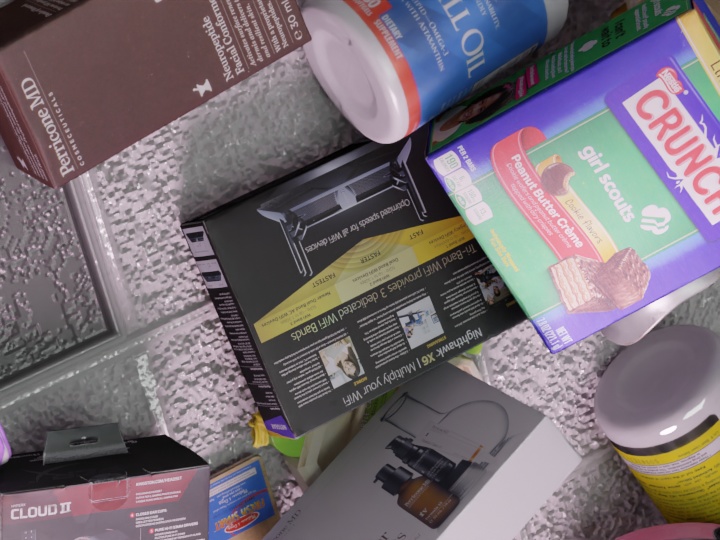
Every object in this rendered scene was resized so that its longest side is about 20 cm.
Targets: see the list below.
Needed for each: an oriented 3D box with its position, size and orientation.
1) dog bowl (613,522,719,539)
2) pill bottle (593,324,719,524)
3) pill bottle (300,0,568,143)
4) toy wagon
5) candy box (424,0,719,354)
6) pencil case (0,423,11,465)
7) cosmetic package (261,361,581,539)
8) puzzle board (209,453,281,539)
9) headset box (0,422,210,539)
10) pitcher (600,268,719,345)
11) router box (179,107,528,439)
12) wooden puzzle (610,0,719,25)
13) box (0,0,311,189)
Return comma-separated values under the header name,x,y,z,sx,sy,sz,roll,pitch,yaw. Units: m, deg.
name,x,y,z,sx,sy,sz,roll,pitch,yaw
dog bowl,0.249,0.261,1.697,0.200,0.200,0.074,33,45,-33
pill bottle,0.268,0.146,1.709,0.112,0.112,0.200,-44,121,-13
pill bottle,0.067,-0.180,1.497,0.199,0.112,0.113,-35,119,-18
toy wagon,0.005,0.110,1.586,0.199,0.040,0.156,10,98,-32
candy box,0.169,-0.066,1.466,0.199,0.077,0.170,-29,111,15
pencil case,-0.312,0.122,1.374,0.199,0.084,0.086,-29,132,-22
cosmetic package,0.032,0.161,1.504,0.200,0.151,0.052,-48,119,-11
puzzle board,-0.135,0.232,1.552,0.199,0.017,0.152,-26,114,-23
headset box,-0.178,0.199,1.464,0.148,0.075,0.202,-6,106,-29
pitcher,0.198,-0.063,1.591,0.171,0.122,0.200,-31,125,10
router box,0.000,0.000,1.517,0.199,0.052,0.158,-25,98,-22
wooden puzzle,0.224,-0.176,1.577,0.046,0.186,0.200,-30,129,25
box,-0.140,-0.147,1.408,0.199,0.075,0.101,-32,118,-17
